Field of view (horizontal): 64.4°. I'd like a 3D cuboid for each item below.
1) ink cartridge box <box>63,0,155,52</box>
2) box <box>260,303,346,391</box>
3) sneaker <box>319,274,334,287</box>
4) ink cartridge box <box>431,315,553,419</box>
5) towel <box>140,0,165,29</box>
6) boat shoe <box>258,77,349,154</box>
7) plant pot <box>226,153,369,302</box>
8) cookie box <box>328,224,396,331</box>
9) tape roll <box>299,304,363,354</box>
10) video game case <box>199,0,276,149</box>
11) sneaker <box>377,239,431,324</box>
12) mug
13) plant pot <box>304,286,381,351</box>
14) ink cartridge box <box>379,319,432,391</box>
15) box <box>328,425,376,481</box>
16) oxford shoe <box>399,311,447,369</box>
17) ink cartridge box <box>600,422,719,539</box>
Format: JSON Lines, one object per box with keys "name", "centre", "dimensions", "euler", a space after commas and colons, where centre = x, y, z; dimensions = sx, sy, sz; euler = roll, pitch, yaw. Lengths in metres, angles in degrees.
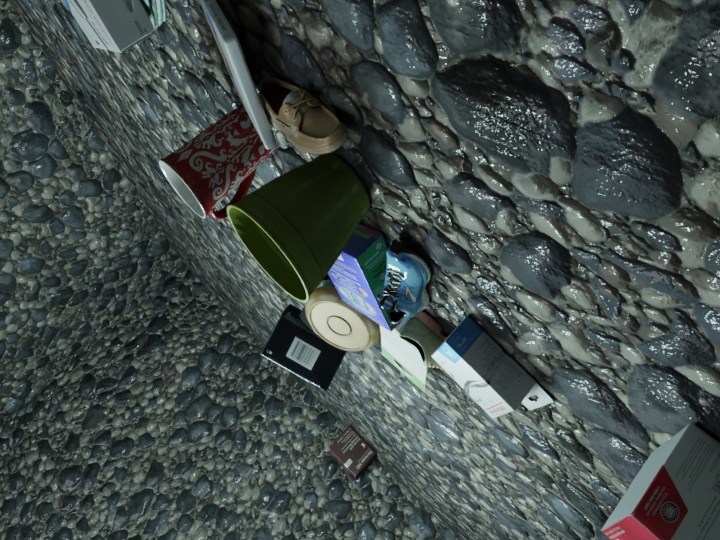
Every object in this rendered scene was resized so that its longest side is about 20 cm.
{"name": "ink cartridge box", "centre": [-0.485, -0.500, 1.070], "dimensions": [0.198, 0.083, 0.147], "euler": [29, 152, 47]}
{"name": "box", "centre": [-0.143, 0.199, 1.524], "dimensions": [0.193, 0.120, 0.200], "euler": [29, -176, -3]}
{"name": "sneaker", "centre": [-0.084, 0.048, 1.458], "dimensions": [0.200, 0.071, 0.122], "euler": [-125, 33, -80]}
{"name": "ink cartridge box", "centre": [0.226, 0.187, 0.999], "dimensions": [0.200, 0.068, 0.116], "euler": [44, 162, 11]}
{"name": "towel", "centre": [-0.426, -0.553, 1.033], "dimensions": [0.172, 0.048, 0.200], "euler": [49, 161, -3]}
{"name": "boat shoe", "centre": [-0.096, -0.240, 0.869], "dimensions": [0.198, 0.074, 0.070], "euler": [34, 164, 38]}
{"name": "plant pot", "centre": [-0.089, -0.088, 0.965], "dimensions": [0.200, 0.193, 0.202], "euler": [41, 160, 18]}
{"name": "cookie box", "centre": [0.000, 0.000, 1.125], "dimensions": [0.170, 0.075, 0.202], "euler": [29, 154, 46]}
{"name": "tape roll", "centre": [-0.069, 0.153, 1.513], "dimensions": [0.199, 0.038, 0.203], "euler": [31, -176, -3]}
{"name": "video game case", "centre": [-0.199, -0.325, 0.918], "dimensions": [0.202, 0.023, 0.184], "euler": [74, 170, -53]}
{"name": "sneaker", "centre": [0.072, 0.032, 1.002], "dimensions": [0.078, 0.090, 0.202], "euler": [34, 156, 32]}
{"name": "mug", "centre": [-0.274, -0.212, 1.125], "dimensions": [0.133, 0.200, 0.178], "euler": [44, 162, 4]}
{"name": "plant pot", "centre": [-0.046, 0.121, 1.322], "dimensions": [0.195, 0.028, 0.203], "euler": [18, 138, 16]}
{"name": "ink cartridge box", "centre": [0.107, 0.175, 1.277], "dimensions": [0.145, 0.048, 0.202], "euler": [39, 160, 25]}
{"name": "box", "centre": [-0.040, 0.942, 2.947], "dimensions": [0.199, 0.166, 0.165], "euler": [40, 160, 20]}
{"name": "oxford shoe", "centre": [0.159, 0.171, 1.108], "dimensions": [0.199, 0.074, 0.071], "euler": [43, 161, 16]}
{"name": "ink cartridge box", "centre": [0.429, 0.322, 0.687], "dimensions": [0.199, 0.145, 0.146], "euler": [39, 160, 26]}
